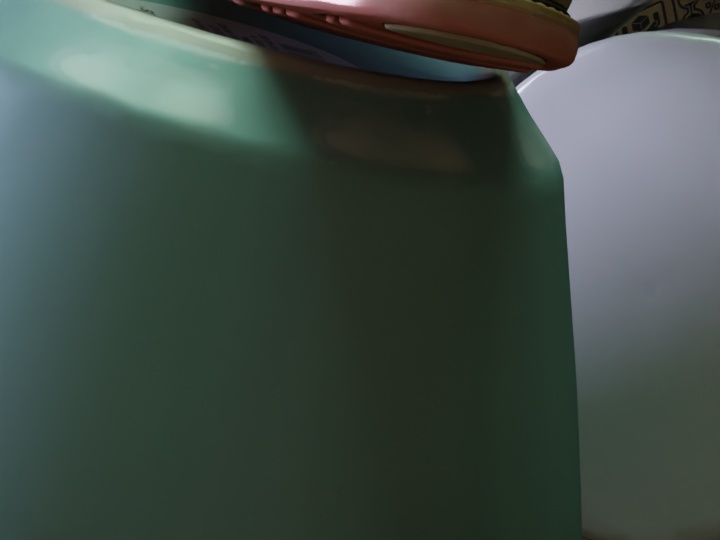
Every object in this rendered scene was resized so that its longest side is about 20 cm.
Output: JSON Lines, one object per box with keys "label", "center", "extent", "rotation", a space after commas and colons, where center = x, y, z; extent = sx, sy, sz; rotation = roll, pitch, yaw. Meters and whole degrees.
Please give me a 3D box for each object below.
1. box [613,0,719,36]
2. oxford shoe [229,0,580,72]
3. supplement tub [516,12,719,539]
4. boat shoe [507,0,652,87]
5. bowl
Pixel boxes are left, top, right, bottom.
{"label": "box", "center": [0.150, -0.056, 0.882], "extent": [0.200, 0.164, 0.021], "rotation": [-25, 45, -7]}
{"label": "oxford shoe", "center": [-0.002, -0.091, 0.596], "extent": [0.071, 0.074, 0.200], "rotation": [13, 13, -24]}
{"label": "supplement tub", "center": [0.119, 0.006, 0.763], "extent": [0.140, 0.141, 0.200], "rotation": [2, 0, 31]}
{"label": "boat shoe", "center": [0.030, -0.072, 0.734], "extent": [0.200, 0.060, 0.074], "rotation": [-35, -7, 36]}
{"label": "bowl", "center": [-0.036, -0.006, 0.606], "extent": [0.201, 0.105, 0.201], "rotation": [15, 12, -3]}
